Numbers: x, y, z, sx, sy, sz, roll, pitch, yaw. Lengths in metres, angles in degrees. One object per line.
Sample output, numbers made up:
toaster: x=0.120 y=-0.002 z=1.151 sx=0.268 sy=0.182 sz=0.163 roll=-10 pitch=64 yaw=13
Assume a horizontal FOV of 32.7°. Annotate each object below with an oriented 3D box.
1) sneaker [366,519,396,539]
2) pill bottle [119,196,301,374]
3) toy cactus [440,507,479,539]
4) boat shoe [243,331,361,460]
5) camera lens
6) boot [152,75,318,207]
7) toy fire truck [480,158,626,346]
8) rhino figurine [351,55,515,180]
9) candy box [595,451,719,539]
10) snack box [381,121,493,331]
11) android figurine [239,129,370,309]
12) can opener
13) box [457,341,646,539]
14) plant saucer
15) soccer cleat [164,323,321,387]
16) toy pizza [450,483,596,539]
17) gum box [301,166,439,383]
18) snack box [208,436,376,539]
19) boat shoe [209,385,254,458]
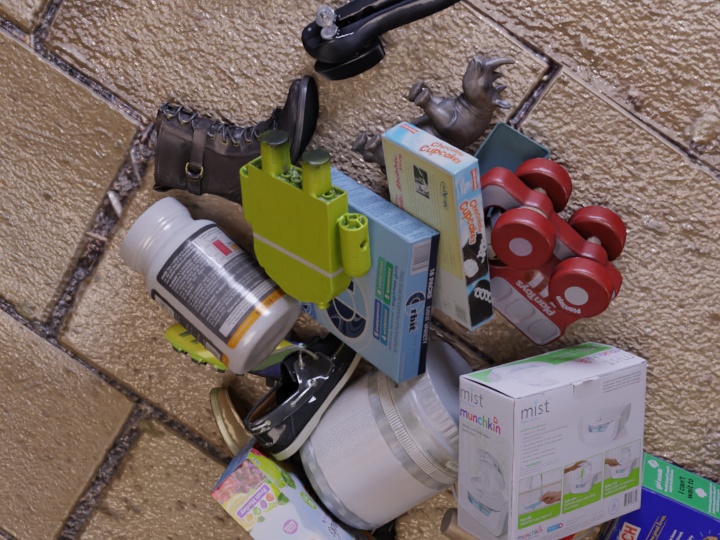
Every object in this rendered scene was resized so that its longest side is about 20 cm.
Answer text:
sneaker: x=0.016 y=0.343 z=1.553 sx=0.087 sy=0.076 sz=0.201 roll=18 pitch=112 yaw=-26
pill bottle: x=-0.173 y=0.015 z=1.408 sx=0.200 sy=0.116 sz=0.117 roll=41 pitch=118 yaw=11
toy cactus: x=0.173 y=0.306 z=1.390 sx=0.164 sy=0.200 sz=0.103 roll=25 pitch=92 yaw=-13
boat shoe: x=-0.057 y=0.117 z=1.402 sx=0.068 sy=0.201 sz=0.072 roll=43 pitch=160 yaw=-19
camera lens: x=0.040 y=0.191 z=1.412 sx=0.199 sy=0.160 sz=0.160 roll=-34 pitch=101 yaw=22
boot: x=-0.147 y=-0.149 z=1.368 sx=0.173 sy=0.069 sz=0.201 roll=22 pitch=119 yaw=4
toy fire truck: x=0.178 y=-0.013 z=1.318 sx=0.200 sy=0.113 sz=0.168 roll=39 pitch=134 yaw=-14
rhino figurine: x=0.088 y=-0.160 z=1.304 sx=0.087 sy=0.060 sz=0.200 roll=40 pitch=117 yaw=-23
candy box: x=0.383 y=0.331 z=1.431 sx=0.198 sy=0.077 sz=0.170 roll=23 pitch=118 yaw=3
snack box: x=0.081 y=-0.045 z=1.283 sx=0.116 sy=0.037 sz=0.201 roll=34 pitch=145 yaw=43
android figurine: x=-0.063 y=-0.047 z=1.305 sx=0.181 sy=0.041 sz=0.201 roll=26 pitch=135 yaw=35
can opener: x=0.026 y=-0.270 z=1.282 sx=0.199 sy=0.078 sz=0.064 roll=-27 pitch=65 yaw=21
box: x=0.209 y=0.187 z=1.326 sx=0.096 sy=0.199 sz=0.178 roll=17 pitch=114 yaw=53
plant saucer: x=0.124 y=-0.073 z=1.349 sx=0.070 sy=0.019 sz=0.201 roll=28 pitch=119 yaw=-15
soccer cleat: x=-0.139 y=0.088 z=1.485 sx=0.198 sy=0.065 sz=0.085 roll=15 pitch=87 yaw=13
toy pizza: x=0.202 y=0.254 z=1.471 sx=0.198 sy=0.032 sz=0.202 roll=6 pitch=115 yaw=13
gum box: x=0.000 y=0.000 z=1.340 sx=0.200 sy=0.044 sz=0.171 roll=35 pitch=131 yaw=43
snack box: x=-0.071 y=0.286 z=1.408 sx=0.068 sy=0.169 sz=0.200 roll=-44 pitch=92 yaw=4
boat shoe: x=-0.116 y=0.220 z=1.527 sx=0.066 sy=0.074 sz=0.201 roll=-29 pitch=105 yaw=11
